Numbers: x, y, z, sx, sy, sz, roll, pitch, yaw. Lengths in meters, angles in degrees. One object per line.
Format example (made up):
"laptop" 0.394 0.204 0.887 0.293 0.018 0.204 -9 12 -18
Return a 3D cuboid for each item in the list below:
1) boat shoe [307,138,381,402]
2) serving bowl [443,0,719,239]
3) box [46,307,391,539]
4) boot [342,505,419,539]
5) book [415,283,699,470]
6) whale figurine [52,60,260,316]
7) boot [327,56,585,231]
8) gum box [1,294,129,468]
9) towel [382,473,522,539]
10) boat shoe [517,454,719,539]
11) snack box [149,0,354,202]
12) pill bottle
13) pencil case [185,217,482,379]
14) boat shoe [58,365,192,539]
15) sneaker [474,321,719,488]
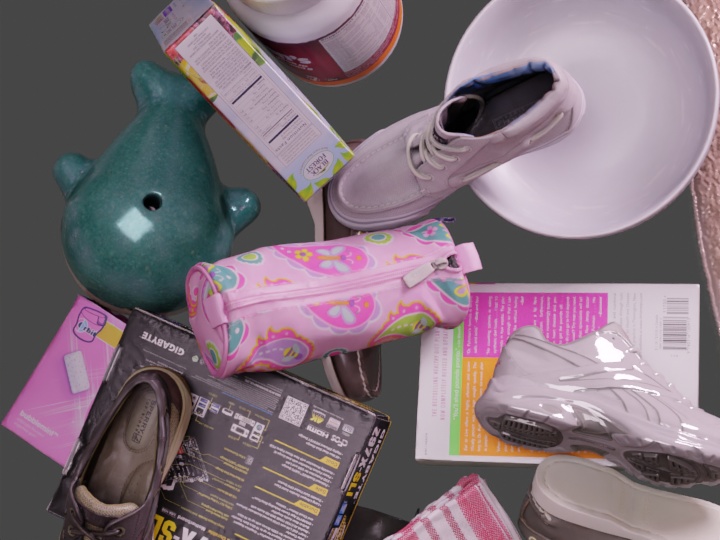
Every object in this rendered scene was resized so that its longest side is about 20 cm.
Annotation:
"boat shoe" 0.000 0.000 1.487 0.059 0.072 0.201 -8 73 14
"serving bowl" 0.163 -0.118 1.470 0.199 0.066 0.201 -2 81 15
"box" -0.100 0.136 1.425 0.199 0.049 0.160 22 90 15
"boot" -0.059 0.223 1.467 0.199 0.077 0.139 12 78 2
"book" 0.143 0.075 1.456 0.199 0.048 0.134 1 80 10
"whale figurine" -0.150 -0.068 1.507 0.158 0.104 0.201 13 71 -4
"boot" 0.057 -0.094 1.411 0.199 0.096 0.074 -28 75 10
"gum box" -0.149 0.120 1.499 0.200 0.066 0.114 32 89 15
"towel" 0.036 0.251 1.401 0.200 0.030 0.147 -34 110 -11
"boat shoe" 0.207 0.194 1.413 0.201 0.072 0.060 23 129 2
"snack box" -0.081 -0.130 1.436 0.053 0.200 0.142 -42 105 2
"pill bottle" -0.039 -0.208 1.461 0.109 0.200 0.110 -2 80 12
"pencil case" -0.019 0.017 1.400 0.199 0.087 0.088 -10 77 -20
"boat shoe" -0.173 0.160 1.381 0.073 0.065 0.201 14 87 13
"sneaker" 0.185 0.084 1.394 0.199 0.078 0.100 16 65 2
